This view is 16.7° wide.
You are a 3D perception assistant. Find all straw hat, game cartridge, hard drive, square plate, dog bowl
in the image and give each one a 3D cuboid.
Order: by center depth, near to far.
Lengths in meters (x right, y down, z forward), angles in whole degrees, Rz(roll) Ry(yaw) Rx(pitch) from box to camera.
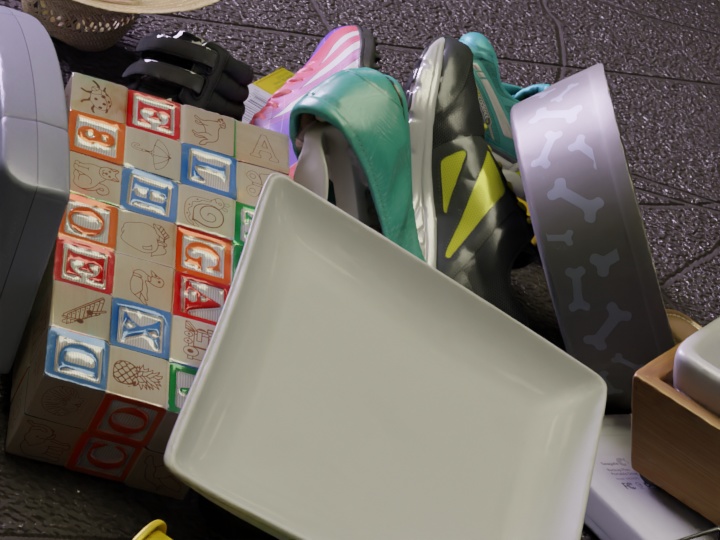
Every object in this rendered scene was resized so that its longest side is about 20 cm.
[{"bbox_3d":[0.015,0.072,1.105,0.200,0.028,0.198,32,40,-14],"label":"square plate"},{"bbox_3d":[-0.176,-0.045,1.161,0.040,0.133,0.200,16,24,-22],"label":"game cartridge"},{"bbox_3d":[0.185,0.143,1.266,0.132,0.027,0.200,2,31,-43],"label":"hard drive"},{"bbox_3d":[0.132,-0.014,1.365,0.059,0.200,0.200,-15,24,7],"label":"dog bowl"},{"bbox_3d":[-0.171,-0.186,1.538,0.201,0.085,0.201,14,36,-11],"label":"straw hat"}]

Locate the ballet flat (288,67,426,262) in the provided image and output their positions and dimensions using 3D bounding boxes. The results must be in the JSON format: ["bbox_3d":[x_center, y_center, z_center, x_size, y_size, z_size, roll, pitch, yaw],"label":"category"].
[{"bbox_3d":[0.000,0.000,1.233,0.070,0.200,0.067,-15,7,-34],"label":"ballet flat"}]

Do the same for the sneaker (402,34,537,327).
[{"bbox_3d":[0.056,-0.034,1.355,0.085,0.074,0.200,8,68,-9],"label":"sneaker"}]

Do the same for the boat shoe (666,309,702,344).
[{"bbox_3d":[0.245,0.075,1.420,0.200,0.066,0.074,40,27,32],"label":"boat shoe"}]

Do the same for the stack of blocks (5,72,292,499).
[{"bbox_3d":[-0.096,0.007,1.149,0.115,0.059,0.200,16,43,-17],"label":"stack of blocks"}]

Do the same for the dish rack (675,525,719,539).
[{"bbox_3d":[0.172,0.180,1.114,0.200,0.055,0.153,-13,40,-28],"label":"dish rack"}]

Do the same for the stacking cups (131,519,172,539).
[{"bbox_3d":[-0.012,0.173,0.956,0.200,0.061,0.061,30,23,9],"label":"stacking cups"}]

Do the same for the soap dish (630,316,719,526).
[{"bbox_3d":[0.248,0.101,1.271,0.200,0.081,0.157,33,28,19],"label":"soap dish"}]

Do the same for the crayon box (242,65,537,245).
[{"bbox_3d":[0.006,-0.042,1.451,0.200,0.051,0.127,29,23,11],"label":"crayon box"}]

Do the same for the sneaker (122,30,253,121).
[{"bbox_3d":[-0.121,-0.080,1.310,0.071,0.099,0.200,16,12,21],"label":"sneaker"}]

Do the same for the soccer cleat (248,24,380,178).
[{"bbox_3d":[-0.034,-0.080,1.362,0.073,0.068,0.200,14,39,-3],"label":"soccer cleat"}]

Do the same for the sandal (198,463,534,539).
[{"bbox_3d":[0.009,0.104,1.162,0.200,0.045,0.075,-12,35,-34],"label":"sandal"}]

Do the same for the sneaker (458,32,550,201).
[{"bbox_3d":[0.109,-0.076,1.546,0.200,0.080,0.077,38,-4,-41],"label":"sneaker"}]
